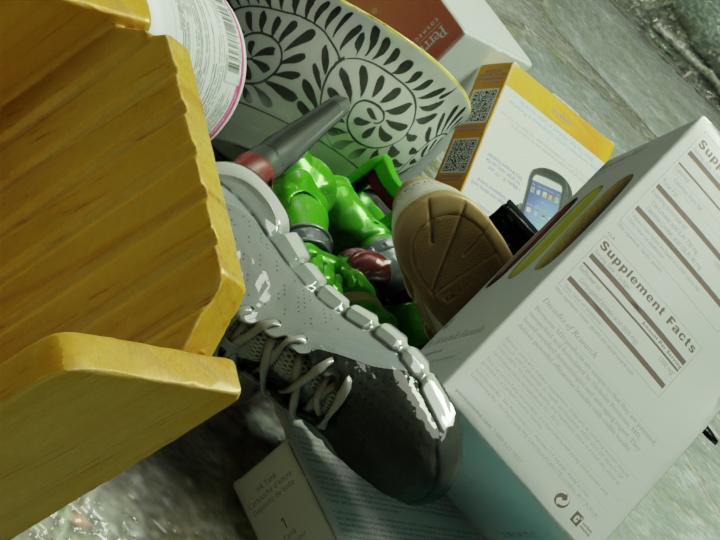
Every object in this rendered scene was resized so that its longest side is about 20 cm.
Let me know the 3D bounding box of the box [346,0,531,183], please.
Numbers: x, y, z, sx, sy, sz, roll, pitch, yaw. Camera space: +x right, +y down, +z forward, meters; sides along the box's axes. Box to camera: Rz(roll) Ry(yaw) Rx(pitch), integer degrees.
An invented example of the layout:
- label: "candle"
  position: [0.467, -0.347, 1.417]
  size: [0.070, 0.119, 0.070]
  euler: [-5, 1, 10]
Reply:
- label: "box"
  position: [0.003, -0.184, 1.223]
  size: [0.106, 0.152, 0.201]
  euler: [13, 38, -56]

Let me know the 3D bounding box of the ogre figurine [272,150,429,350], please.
- label: "ogre figurine"
  position: [0.000, 0.000, 0.963]
  size: [0.199, 0.098, 0.121]
  euler: [14, 47, -43]

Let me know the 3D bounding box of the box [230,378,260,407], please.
- label: "box"
  position: [-0.134, 0.006, 0.776]
  size: [0.145, 0.036, 0.200]
  euler: [54, 20, 17]

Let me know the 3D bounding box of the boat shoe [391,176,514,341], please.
- label: "boat shoe"
  position: [0.075, 0.030, 0.921]
  size: [0.069, 0.073, 0.201]
  euler: [-113, 176, -65]

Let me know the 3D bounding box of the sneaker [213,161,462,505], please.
- label: "sneaker"
  position: [-0.052, 0.040, 0.725]
  size: [0.115, 0.075, 0.200]
  euler: [-17, 56, -46]

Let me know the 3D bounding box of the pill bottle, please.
- label: "pill bottle"
  position: [-0.138, -0.115, 0.833]
  size: [0.114, 0.113, 0.200]
  euler: [49, 10, 8]

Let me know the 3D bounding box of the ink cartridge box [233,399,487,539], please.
- label: "ink cartridge box"
  position: [0.011, 0.112, 0.841]
  size: [0.199, 0.045, 0.177]
  euler: [21, 35, -52]

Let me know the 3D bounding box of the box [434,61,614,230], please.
- label: "box"
  position: [0.099, -0.031, 1.151]
  size: [0.119, 0.201, 0.041]
  euler: [33, -15, -34]

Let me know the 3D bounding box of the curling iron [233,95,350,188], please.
- label: "curling iron"
  position: [-0.050, -0.047, 0.882]
  size: [0.049, 0.026, 0.200]
  euler: [36, 37, 0]

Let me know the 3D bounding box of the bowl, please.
- label: "bowl"
  position: [-0.038, -0.105, 1.035]
  size: [0.199, 0.095, 0.201]
  euler: [26, -9, 5]

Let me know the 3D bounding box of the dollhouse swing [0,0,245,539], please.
- label: "dollhouse swing"
  position: [-0.172, -0.030, 0.573]
  size: [0.176, 0.181, 0.201]
  euler: [37, 29, -47]

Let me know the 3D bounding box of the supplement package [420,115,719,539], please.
- label: "supplement package"
  position: [0.120, 0.036, 0.819]
  size: [0.110, 0.200, 0.114]
  euler: [48, -19, -6]

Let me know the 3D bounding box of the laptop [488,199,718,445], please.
- label: "laptop"
  position: [0.111, 0.057, 0.991]
  size: [0.177, 0.200, 0.103]
  euler: [49, 43, 1]
